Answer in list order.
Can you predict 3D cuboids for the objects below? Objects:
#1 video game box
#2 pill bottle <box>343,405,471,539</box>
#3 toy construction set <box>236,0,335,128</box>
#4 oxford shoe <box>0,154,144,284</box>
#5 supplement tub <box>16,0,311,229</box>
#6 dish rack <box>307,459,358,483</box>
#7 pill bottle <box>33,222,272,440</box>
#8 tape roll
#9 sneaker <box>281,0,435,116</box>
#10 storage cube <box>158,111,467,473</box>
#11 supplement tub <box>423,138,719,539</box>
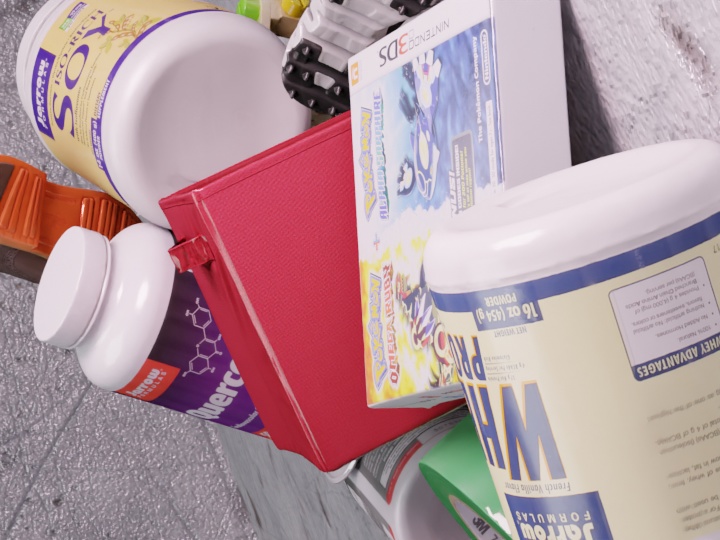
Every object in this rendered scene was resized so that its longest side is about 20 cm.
[{"bbox_3d":[0.050,-0.036,1.155,0.182,0.047,0.201,156,112,-67],"label":"video game box"},{"bbox_3d":[0.050,0.134,1.539,0.200,0.113,0.114,-140,31,-69],"label":"pill bottle"},{"bbox_3d":[-0.038,-0.162,1.531,0.200,0.092,0.132,125,149,-68],"label":"toy construction set"},{"bbox_3d":[-0.210,-0.022,1.501,0.200,0.073,0.072,34,-123,-43],"label":"oxford shoe"},{"bbox_3d":[-0.137,-0.116,1.483,0.200,0.145,0.146,29,140,56],"label":"supplement tub"},{"bbox_3d":[-0.015,0.033,1.566,0.201,0.043,0.172,-67,21,9],"label":"dish rack"},{"bbox_3d":[-0.107,0.038,1.455,0.112,0.199,0.113,-43,37,46],"label":"pill bottle"},{"bbox_3d":[0.117,0.166,1.254,0.200,0.048,0.200,46,172,9],"label":"tape roll"},{"bbox_3d":[0.011,-0.176,1.277,0.200,0.066,0.091,127,165,-56],"label":"sneaker"},{"bbox_3d":[0.000,0.000,1.336,0.180,0.199,0.171,64,169,-5],"label":"storage cube"},{"bbox_3d":[0.122,0.057,0.962,0.145,0.144,0.201,-164,54,-77],"label":"supplement tub"}]
